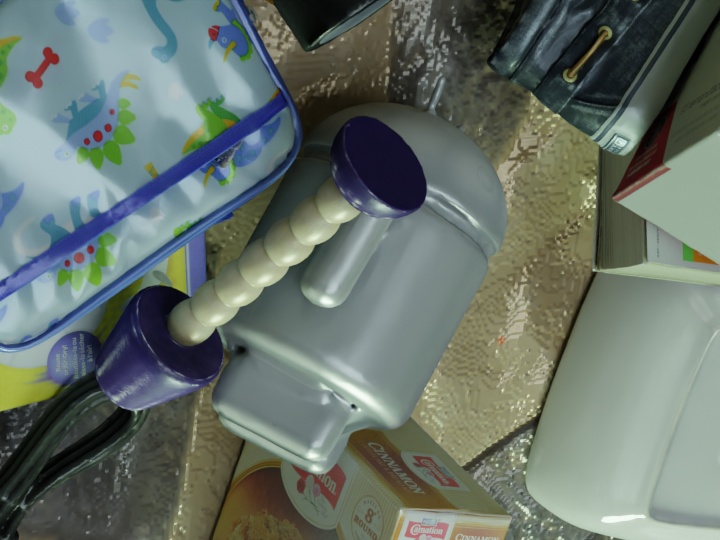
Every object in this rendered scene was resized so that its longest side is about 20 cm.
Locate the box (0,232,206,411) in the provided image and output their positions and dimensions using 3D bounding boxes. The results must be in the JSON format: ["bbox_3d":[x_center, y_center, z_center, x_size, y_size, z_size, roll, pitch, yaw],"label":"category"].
[{"bbox_3d":[-0.174,0.008,1.364,0.200,0.048,0.117,-13,121,-21],"label":"box"}]

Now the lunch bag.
[{"bbox_3d":[-0.135,-0.067,1.291,0.200,0.082,0.161,-34,109,-19],"label":"lunch bag"}]

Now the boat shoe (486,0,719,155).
[{"bbox_3d":[0.147,-0.164,1.439,0.091,0.071,0.200,32,77,-6],"label":"boat shoe"}]

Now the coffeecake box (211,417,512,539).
[{"bbox_3d":[-0.017,0.177,1.475,0.073,0.154,0.200,8,111,-33],"label":"coffeecake box"}]

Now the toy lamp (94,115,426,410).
[{"bbox_3d":[-0.052,0.004,1.309,0.058,0.058,0.200,23,135,-36],"label":"toy lamp"}]

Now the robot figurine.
[{"bbox_3d":[0.000,0.000,1.399,0.113,0.170,0.200,28,79,5],"label":"robot figurine"}]

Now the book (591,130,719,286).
[{"bbox_3d":[0.222,-0.056,1.524,0.200,0.048,0.134,7,81,-32],"label":"book"}]

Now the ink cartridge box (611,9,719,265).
[{"bbox_3d":[0.224,-0.114,1.413,0.083,0.145,0.200,31,71,-7],"label":"ink cartridge box"}]

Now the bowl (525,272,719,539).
[{"bbox_3d":[0.211,0.075,1.601,0.200,0.075,0.200,7,112,-34],"label":"bowl"}]

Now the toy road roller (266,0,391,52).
[{"bbox_3d":[0.020,-0.199,1.278,0.200,0.146,0.123,-35,89,17],"label":"toy road roller"}]

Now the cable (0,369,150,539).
[{"bbox_3d":[-0.189,0.118,1.402,0.097,0.050,0.200,22,109,-35],"label":"cable"}]
